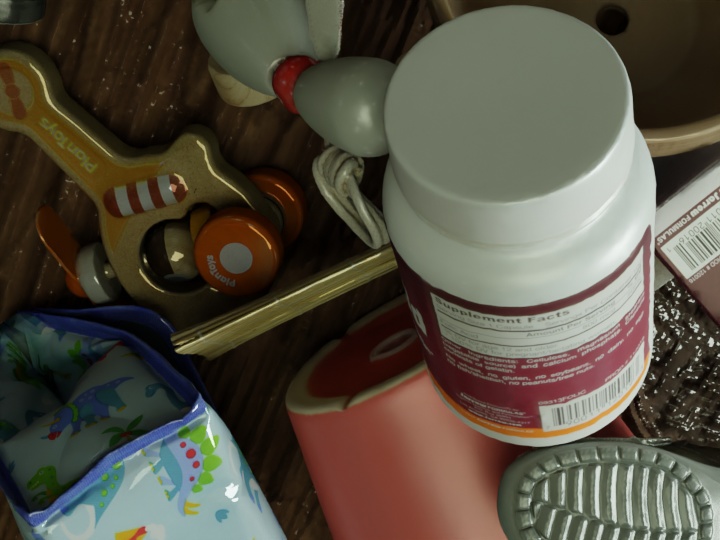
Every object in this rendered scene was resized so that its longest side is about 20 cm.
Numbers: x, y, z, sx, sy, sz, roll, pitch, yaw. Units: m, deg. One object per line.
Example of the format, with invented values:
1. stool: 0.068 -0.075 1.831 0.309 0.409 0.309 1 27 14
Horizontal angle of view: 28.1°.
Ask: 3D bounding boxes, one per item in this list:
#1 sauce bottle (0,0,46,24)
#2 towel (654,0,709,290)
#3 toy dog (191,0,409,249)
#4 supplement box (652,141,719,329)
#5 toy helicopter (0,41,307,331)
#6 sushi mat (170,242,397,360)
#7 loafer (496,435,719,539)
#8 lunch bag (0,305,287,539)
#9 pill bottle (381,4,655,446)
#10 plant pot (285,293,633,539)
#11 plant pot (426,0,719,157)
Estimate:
1. sauce bottle: -0.166 -0.221 0.693 0.064 0.065 0.201 7 116 -8
2. towel: 0.178 -0.074 0.806 0.200 0.035 0.133 -35 112 13
3. toy dog: -0.019 -0.119 0.700 0.096 0.200 0.132 -38 150 -11
4. supplement box: 0.221 0.022 0.724 0.061 0.109 0.200 -40 97 17
5. toy helicopter: -0.135 -0.040 0.787 0.200 0.079 0.132 43 115 -10
6. sushi mat: 0.000 0.000 0.754 0.199 0.096 0.012 -25 82 0
7. loafer: 0.156 0.122 0.726 0.199 0.070 0.076 9 89 -17
8. lunch bag: -0.125 0.120 0.786 0.127 0.200 0.171 -33 119 -17
9. pill bottle: 0.071 -0.013 0.629 0.114 0.115 0.200 -14 147 2
10. plant pot: 0.060 0.110 0.807 0.200 0.201 0.178 -28 104 9
11. plant pot: 0.130 -0.143 0.714 0.200 0.093 0.202 -1 75 4
